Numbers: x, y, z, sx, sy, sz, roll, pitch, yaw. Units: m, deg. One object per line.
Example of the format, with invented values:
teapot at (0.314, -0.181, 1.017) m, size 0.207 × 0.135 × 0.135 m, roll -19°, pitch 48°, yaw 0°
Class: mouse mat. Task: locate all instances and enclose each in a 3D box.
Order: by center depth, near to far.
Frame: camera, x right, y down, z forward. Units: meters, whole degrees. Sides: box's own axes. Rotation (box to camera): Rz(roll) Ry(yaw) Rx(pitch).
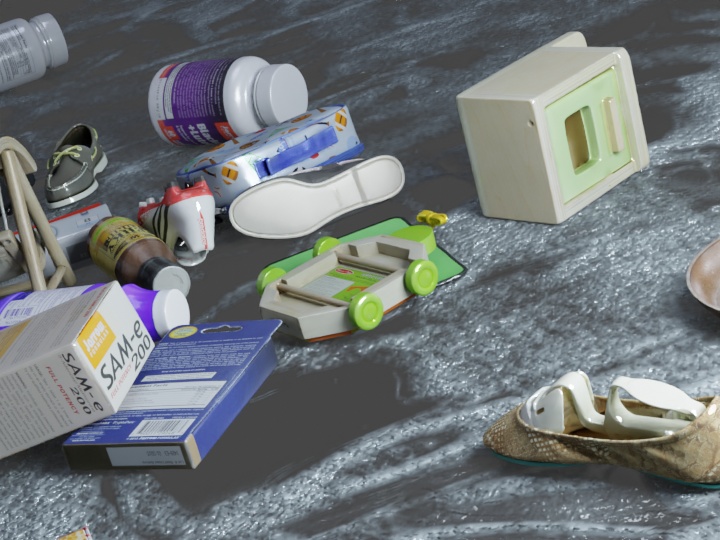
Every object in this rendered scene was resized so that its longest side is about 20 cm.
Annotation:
mouse mat at (0.000, 0.000, 1.444) m, size 0.160 × 0.008 × 0.200 m, roll -21°, pitch 22°, yaw -12°

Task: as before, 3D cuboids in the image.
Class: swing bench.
swing bench at (-0.429, -0.031, 1.548) m, size 0.197 × 0.201 × 0.130 m, roll -13°, pitch 22°, yaw 6°

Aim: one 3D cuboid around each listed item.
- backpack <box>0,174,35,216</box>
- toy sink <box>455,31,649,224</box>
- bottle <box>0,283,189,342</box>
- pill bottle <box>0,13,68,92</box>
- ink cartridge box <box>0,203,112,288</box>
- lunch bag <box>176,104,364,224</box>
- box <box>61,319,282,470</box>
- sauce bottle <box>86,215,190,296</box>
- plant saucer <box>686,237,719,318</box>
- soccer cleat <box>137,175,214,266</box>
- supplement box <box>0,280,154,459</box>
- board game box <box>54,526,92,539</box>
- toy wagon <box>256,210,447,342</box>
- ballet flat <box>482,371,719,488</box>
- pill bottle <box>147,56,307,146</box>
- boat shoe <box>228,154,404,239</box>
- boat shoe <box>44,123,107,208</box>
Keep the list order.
backpack at (-0.552, -0.109, 1.931) m, size 0.199 × 0.154 × 0.163 m, roll -11°, pitch 25°, yaw 48°
toy sink at (0.211, -0.149, 1.495) m, size 0.112 × 0.131 × 0.200 m, roll 9°, pitch 31°, yaw 46°
bottle at (-0.260, 0.050, 1.419) m, size 0.199 × 0.066 × 0.084 m, roll -7°, pitch 24°, yaw 21°
pill bottle at (-0.628, -0.379, 2.642) m, size 0.199 × 0.114 × 0.113 m, roll -25°, pitch 23°, yaw -24°
ink cartridge box at (-0.371, -0.042, 1.741) m, size 0.159 × 0.048 × 0.200 m, roll -20°, pitch 24°, yaw -10°
lunch bag at (-0.102, -0.119, 1.678) m, size 0.199 × 0.076 × 0.160 m, roll -30°, pitch 14°, yaw -30°
box at (-0.150, 0.103, 1.261) m, size 0.120 × 0.033 × 0.200 m, roll -5°, pitch 26°, yaw 26°
sauce bottle at (-0.227, -0.009, 1.543) m, size 0.064 × 0.065 × 0.200 m, roll -24°, pitch 24°, yaw -21°
plant saucer at (0.356, 0.003, 1.162) m, size 0.199 × 0.032 × 0.200 m, roll -13°, pitch 22°, yaw 5°
soccer cleat at (-0.195, -0.043, 1.605) m, size 0.068 × 0.086 × 0.200 m, roll -11°, pitch -4°, yaw -20°
supplement box at (-0.289, 0.097, 1.270) m, size 0.199 × 0.074 × 0.126 m, roll -22°, pitch 19°, yaw 18°
board game box at (-0.248, 0.251, 0.952) m, size 0.199 × 0.047 × 0.151 m, roll -21°, pitch 22°, yaw -14°
toy wagon at (0.005, 0.003, 1.376) m, size 0.199 × 0.040 × 0.155 m, roll -29°, pitch 26°, yaw -31°
ballet flat at (0.167, 0.100, 1.011) m, size 0.199 × 0.066 × 0.070 m, roll 1°, pitch 27°, yaw 36°
pill bottle at (-0.172, -0.223, 1.956) m, size 0.199 × 0.112 × 0.111 m, roll 0°, pitch 26°, yaw 34°
boat shoe at (-0.049, -0.077, 1.597) m, size 0.199 × 0.067 × 0.057 m, roll -17°, pitch 5°, yaw -15°
boat shoe at (-0.381, -0.138, 1.960) m, size 0.072 × 0.061 × 0.202 m, roll -13°, pitch 22°, yaw 6°
